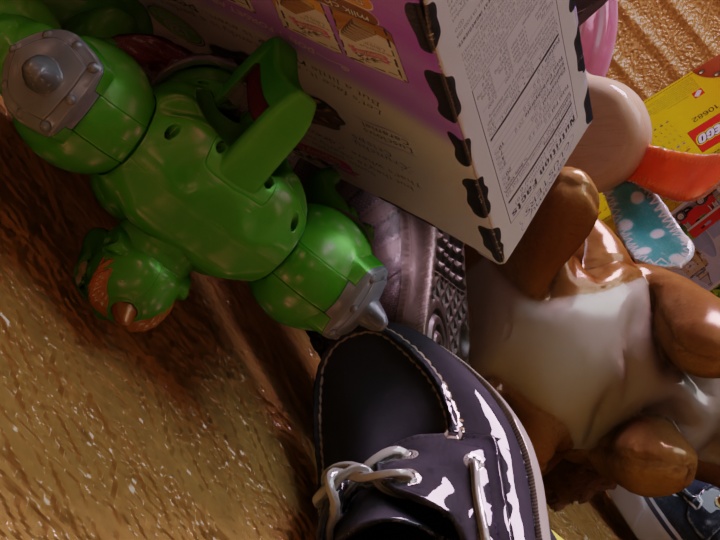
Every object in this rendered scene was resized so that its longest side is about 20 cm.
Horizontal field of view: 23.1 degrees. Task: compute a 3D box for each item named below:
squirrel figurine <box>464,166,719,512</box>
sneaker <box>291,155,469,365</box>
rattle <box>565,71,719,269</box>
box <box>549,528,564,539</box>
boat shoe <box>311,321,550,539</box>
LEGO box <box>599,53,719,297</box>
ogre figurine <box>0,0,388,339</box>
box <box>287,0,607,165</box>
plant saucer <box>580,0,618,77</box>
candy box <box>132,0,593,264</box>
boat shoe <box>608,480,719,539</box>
[{"bbox_3d":[0.123,0.049,0.798,0.186,0.142,0.200,15,-6,-16],"label":"squirrel figurine"},{"bbox_3d":[0.000,0.000,0.698,0.070,0.075,0.201,50,38,-62],"label":"sneaker"},{"bbox_3d":[0.107,-0.057,0.903,0.199,0.131,0.143,9,-12,23],"label":"rattle"},{"bbox_3d":[0.090,0.154,0.654,0.200,0.050,0.075,42,14,-38],"label":"box"},{"bbox_3d":[0.019,0.080,0.562,0.063,0.073,0.200,45,18,-42],"label":"boat shoe"},{"bbox_3d":[0.155,0.002,0.947,0.149,0.200,0.077,53,8,-34],"label":"LEGO box"},{"bbox_3d":[-0.062,-0.040,0.566,0.200,0.098,0.120,58,-4,-28],"label":"ogre figurine"},{"bbox_3d":[0.012,-0.125,0.805,0.115,0.200,0.132,54,22,16],"label":"box"},{"bbox_3d":[0.061,-0.146,1.094,0.051,0.200,0.201,26,26,-49],"label":"plant saucer"},{"bbox_3d":[-0.016,-0.101,0.590,0.167,0.072,0.200,28,-13,20],"label":"candy box"},{"bbox_3d":[0.218,0.147,1.022,0.200,0.091,0.071,52,12,3],"label":"boat shoe"}]
